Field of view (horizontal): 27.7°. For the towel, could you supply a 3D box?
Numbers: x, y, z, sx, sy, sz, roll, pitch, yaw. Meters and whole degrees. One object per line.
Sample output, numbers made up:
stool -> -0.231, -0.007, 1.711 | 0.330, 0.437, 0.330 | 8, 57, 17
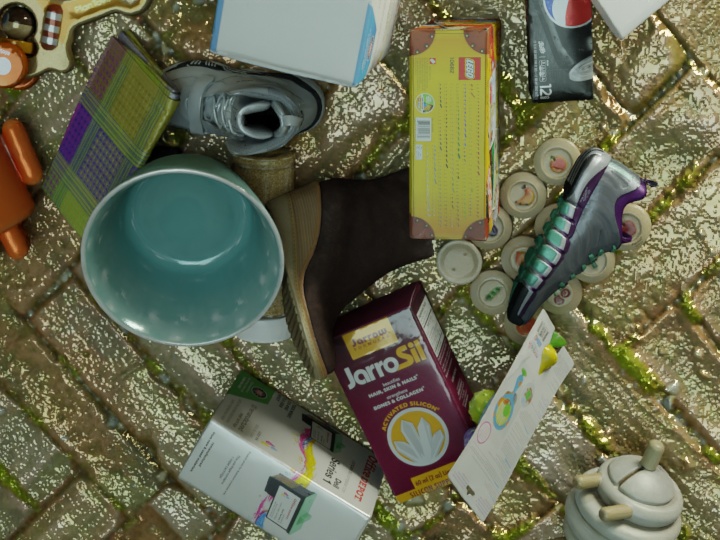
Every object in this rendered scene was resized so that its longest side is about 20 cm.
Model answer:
towel -> -0.260, -0.136, 1.526 | 0.144, 0.023, 0.201 | 45, 113, 39

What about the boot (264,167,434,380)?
boot -> 0.000, 0.000, 1.495 | 0.165, 0.072, 0.202 | -11, 83, -14

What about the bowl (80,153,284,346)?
bowl -> -0.174, -0.035, 1.464 | 0.198, 0.105, 0.203 | -1, 121, -2

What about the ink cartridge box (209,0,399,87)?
ink cartridge box -> -0.040, -0.277, 1.396 | 0.144, 0.200, 0.148 | 14, 108, 6

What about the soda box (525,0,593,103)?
soda box -> 0.193, -0.269, 1.429 | 0.063, 0.071, 0.202 | -3, 106, 5

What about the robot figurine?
robot figurine -> -0.425, -0.094, 1.556 | 0.143, 0.117, 0.201 | -18, 104, 33

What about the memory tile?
memory tile -> 0.190, -0.028, 1.532 | 0.153, 0.017, 0.200 | 43, 109, -5

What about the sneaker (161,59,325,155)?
sneaker -> -0.141, -0.167, 1.490 | 0.198, 0.115, 0.076 | 5, 107, 8

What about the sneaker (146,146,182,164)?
sneaker -> -0.184, -0.041, 1.560 | 0.099, 0.070, 0.202 | -22, 103, 12

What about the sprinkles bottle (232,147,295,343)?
sprinkles bottle -> -0.102, -0.027, 1.552 | 0.067, 0.068, 0.202 | 3, 107, 8

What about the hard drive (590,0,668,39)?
hard drive -> 0.285, -0.334, 1.377 | 0.200, 0.025, 0.132 | -39, 109, -1

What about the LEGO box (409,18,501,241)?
LEGO box -> 0.094, -0.141, 1.435 | 0.076, 0.149, 0.202 | 2, 103, 10

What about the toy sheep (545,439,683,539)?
toy sheep -> 0.276, 0.263, 1.547 | 0.137, 0.138, 0.201 | 23, 122, 1

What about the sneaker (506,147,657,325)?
sneaker -> 0.223, -0.020, 1.485 | 0.087, 0.075, 0.201 | 25, 108, -4

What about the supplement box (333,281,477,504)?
supplement box -> 0.052, 0.131, 1.566 | 0.109, 0.086, 0.201 | -23, 102, 15

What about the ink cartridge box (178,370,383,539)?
ink cartridge box -> -0.079, 0.215, 1.580 | 0.199, 0.145, 0.084 | 32, 109, -2

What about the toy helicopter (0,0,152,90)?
toy helicopter -> -0.314, -0.274, 1.520 | 0.198, 0.079, 0.134 | -18, 95, 3

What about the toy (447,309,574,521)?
toy -> 0.145, 0.145, 1.511 | 0.047, 0.115, 0.201 | 23, 70, 37
